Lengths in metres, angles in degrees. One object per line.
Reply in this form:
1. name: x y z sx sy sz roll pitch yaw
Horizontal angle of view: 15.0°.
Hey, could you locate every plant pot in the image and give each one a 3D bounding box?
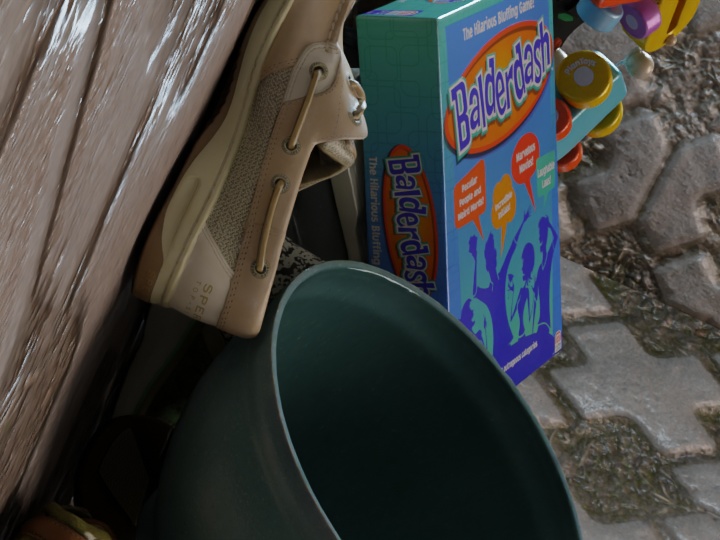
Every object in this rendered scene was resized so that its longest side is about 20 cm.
1. plant pot: -0.014 0.116 1.206 0.134 0.200 0.201 -35 -166 29

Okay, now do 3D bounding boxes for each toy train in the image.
1. toy train: 0.117 -0.127 1.440 0.150 0.056 0.200 -22 152 -49

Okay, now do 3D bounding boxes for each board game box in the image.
1. board game box: 0.051 -0.038 1.327 0.152 0.045 0.201 -33 123 -61

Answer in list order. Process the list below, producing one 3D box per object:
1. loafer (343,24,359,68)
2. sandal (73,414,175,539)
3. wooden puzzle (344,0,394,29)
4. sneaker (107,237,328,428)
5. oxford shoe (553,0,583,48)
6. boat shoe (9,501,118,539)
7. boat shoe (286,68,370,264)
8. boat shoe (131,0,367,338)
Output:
1. loafer: -0.013 -0.077 1.422 0.073 0.073 0.200 -61 176 -11
2. sandal: -0.083 0.147 1.315 0.200 0.054 0.082 51 59 -39
3. wooden puzzle: 0.049 -0.181 1.532 0.201 0.046 0.185 -66 -167 -8
4. sneaker: -0.063 0.050 1.292 0.200 0.088 0.077 112 4 -47
5. oxford shoe: 0.098 -0.172 1.523 0.200 0.072 0.085 -51 -141 45
6. boat shoe: -0.117 0.139 1.165 0.200 0.072 0.068 101 14 -82
7. boat shoe: -0.017 -0.003 1.316 0.073 0.061 0.201 -41 133 -55
8. boat shoe: -0.030 -0.061 1.173 0.072 0.065 0.201 111 4 -62
